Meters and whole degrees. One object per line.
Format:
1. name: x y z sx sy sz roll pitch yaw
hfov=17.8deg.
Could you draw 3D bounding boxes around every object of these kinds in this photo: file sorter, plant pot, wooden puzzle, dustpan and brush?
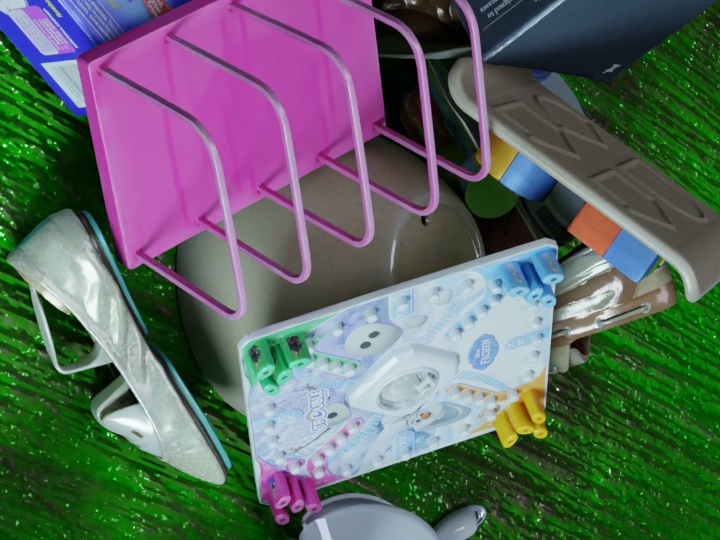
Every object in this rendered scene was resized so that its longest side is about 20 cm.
1. file sorter: -0.036 -0.082 1.313 0.199 0.125 0.140 -30 130 -28
2. plant pot: 0.000 0.000 1.458 0.199 0.134 0.202 2 88 -47
3. wooden puzzle: 0.142 -0.055 1.427 0.200 0.046 0.185 42 17 8
4. dustpan and brush: 0.031 0.200 1.555 0.199 0.057 0.141 -23 102 -39

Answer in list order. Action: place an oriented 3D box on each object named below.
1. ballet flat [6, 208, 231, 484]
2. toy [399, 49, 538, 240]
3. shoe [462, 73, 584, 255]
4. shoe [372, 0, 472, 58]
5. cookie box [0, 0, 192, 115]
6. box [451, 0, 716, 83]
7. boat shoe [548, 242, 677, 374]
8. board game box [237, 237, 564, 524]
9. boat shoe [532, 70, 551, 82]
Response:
1. ballet flat: -0.146 0.055 1.362 0.062 0.067 0.201 -33 112 -12
2. toy: 0.058 -0.091 1.532 0.047 0.200 0.115 -32 120 4
3. shoe: 0.109 -0.068 1.631 0.071 0.091 0.201 44 28 -23
4. shoe: 0.019 -0.172 1.474 0.198 0.053 0.070 5 114 -13
5. cookie box: -0.147 -0.222 1.345 0.171 0.075 0.201 51 55 -34
6. box: 0.112 -0.233 1.438 0.148 0.107 0.201 1 59 -54
7. boat shoe: 0.124 0.037 1.545 0.072 0.199 0.076 59 31 -2
8. board game box: 0.028 0.073 1.412 0.199 0.026 0.201 -18 148 -10
9. boat shoe: 0.085 -0.225 1.602 0.072 0.072 0.202 3 82 -46
